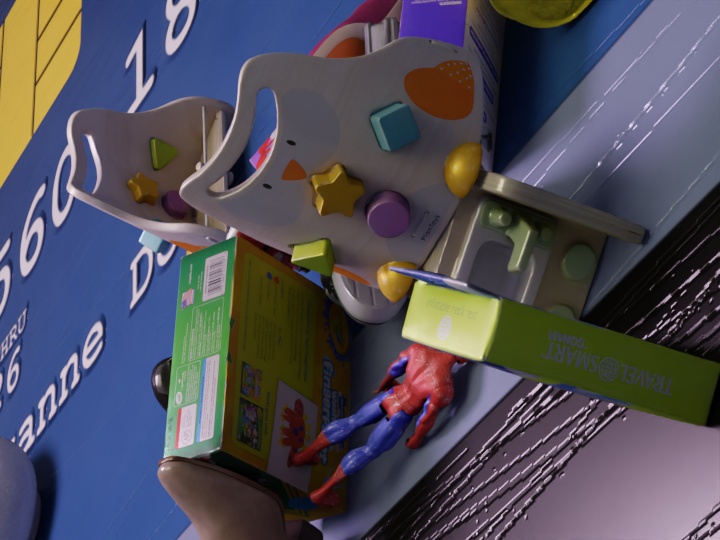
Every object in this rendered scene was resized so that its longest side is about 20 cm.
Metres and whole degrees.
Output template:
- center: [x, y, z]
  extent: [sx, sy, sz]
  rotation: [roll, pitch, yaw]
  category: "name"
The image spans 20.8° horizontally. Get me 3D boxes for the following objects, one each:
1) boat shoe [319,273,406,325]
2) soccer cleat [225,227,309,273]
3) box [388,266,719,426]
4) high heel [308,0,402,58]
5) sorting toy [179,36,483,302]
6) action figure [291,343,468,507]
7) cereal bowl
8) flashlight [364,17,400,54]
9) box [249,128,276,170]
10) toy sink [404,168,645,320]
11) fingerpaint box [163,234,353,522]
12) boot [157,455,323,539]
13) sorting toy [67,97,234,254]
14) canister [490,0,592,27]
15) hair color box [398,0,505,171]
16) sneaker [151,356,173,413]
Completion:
- center: [0.000, 0.000, 1.731]
  extent: [0.201, 0.071, 0.071]
  rotation: [-95, 24, -59]
  category: "boat shoe"
- center: [-0.093, -0.039, 1.803]
  extent: [0.069, 0.085, 0.200]
  rotation: [-54, -15, 11]
  category: "soccer cleat"
- center: [0.121, 0.050, 1.281]
  extent: [0.122, 0.198, 0.048]
  rotation: [12, 85, 65]
  category: "box"
- center: [0.000, -0.208, 1.753]
  extent: [0.200, 0.068, 0.096]
  rotation: [-44, 24, -23]
  category: "high heel"
- center: [-0.027, -0.074, 1.385]
  extent: [0.201, 0.179, 0.107]
  rotation: [-60, 28, 27]
  category: "sorting toy"
- center: [0.026, 0.115, 1.601]
  extent: [0.200, 0.051, 0.066]
  rotation: [-44, 58, 32]
  category: "action figure"
- center: [-0.451, 0.308, 2.426]
  extent: [0.200, 0.083, 0.202]
  rotation: [-43, 38, 48]
  category: "cereal bowl"
- center: [0.030, -0.113, 1.673]
  extent: [0.067, 0.068, 0.202]
  rotation: [-7, 82, 27]
  category: "flashlight"
- center: [-0.030, -0.121, 1.811]
  extent: [0.137, 0.039, 0.200]
  rotation: [-50, 20, 4]
  category: "box"
- center: [0.097, -0.011, 1.452]
  extent: [0.200, 0.129, 0.113]
  rotation: [22, 94, 64]
  category: "toy sink"
- center: [-0.085, 0.099, 1.701]
  extent: [0.073, 0.166, 0.202]
  rotation: [-19, 56, 34]
  category: "fingerpaint box"
- center: [-0.100, 0.258, 1.614]
  extent: [0.070, 0.199, 0.147]
  rotation: [-22, 46, 47]
  category: "boot"
- center: [-0.229, -0.099, 2.097]
  extent: [0.107, 0.179, 0.201]
  rotation: [-49, 34, 40]
  category: "sorting toy"
- center: [0.158, -0.318, 1.571]
  extent: [0.149, 0.086, 0.202]
  rotation: [-46, 34, 43]
  category: "canister"
- center: [0.075, -0.184, 1.619]
  extent: [0.064, 0.109, 0.202]
  rotation: [-3, 66, 19]
  category: "hair color box"
- center: [-0.142, 0.128, 1.763]
  extent: [0.089, 0.200, 0.071]
  rotation: [-17, 68, 26]
  category: "sneaker"
